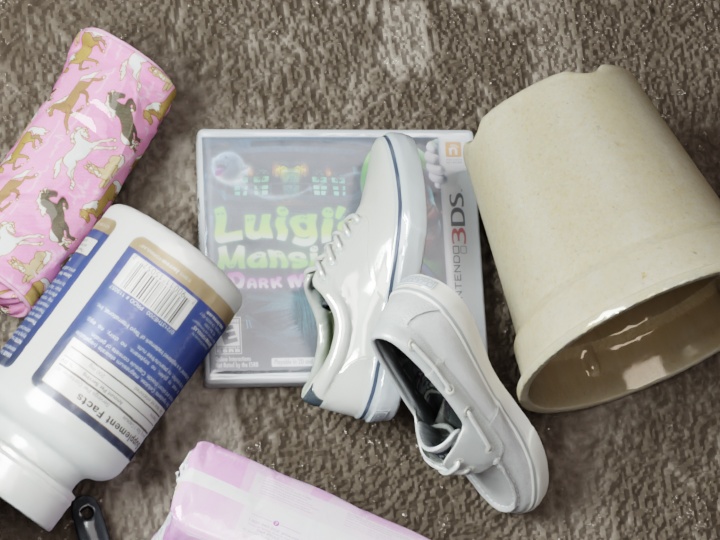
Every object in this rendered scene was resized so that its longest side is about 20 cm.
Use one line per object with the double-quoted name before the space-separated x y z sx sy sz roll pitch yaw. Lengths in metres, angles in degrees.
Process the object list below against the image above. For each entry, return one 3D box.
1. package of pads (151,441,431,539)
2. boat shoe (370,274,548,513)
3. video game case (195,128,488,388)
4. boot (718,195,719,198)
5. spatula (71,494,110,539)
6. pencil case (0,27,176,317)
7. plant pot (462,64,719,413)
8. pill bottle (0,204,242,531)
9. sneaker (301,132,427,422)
"package of pads" -0.039 0.197 1.358 0.200 0.121 0.076 23 51 -2
"boat shoe" 0.063 0.097 1.387 0.069 0.072 0.200 -49 132 -32
"video game case" -0.013 -0.010 1.470 0.199 0.023 0.182 -1 76 -9
"boot" 0.349 -0.060 1.522 0.200 0.075 0.107 -41 89 -8
"spatula" -0.155 0.244 1.382 0.056 0.021 0.201 -17 79 -13
"pencil case" -0.205 -0.068 1.422 0.086 0.083 0.200 36 73 -10
"plant pot" 0.163 -0.030 1.430 0.200 0.201 0.184 -19 69 -13
"pill bottle" -0.176 0.066 1.374 0.111 0.111 0.200 36 79 1
"sneaker" 0.000 0.000 1.419 0.071 0.073 0.201 9 76 -15
